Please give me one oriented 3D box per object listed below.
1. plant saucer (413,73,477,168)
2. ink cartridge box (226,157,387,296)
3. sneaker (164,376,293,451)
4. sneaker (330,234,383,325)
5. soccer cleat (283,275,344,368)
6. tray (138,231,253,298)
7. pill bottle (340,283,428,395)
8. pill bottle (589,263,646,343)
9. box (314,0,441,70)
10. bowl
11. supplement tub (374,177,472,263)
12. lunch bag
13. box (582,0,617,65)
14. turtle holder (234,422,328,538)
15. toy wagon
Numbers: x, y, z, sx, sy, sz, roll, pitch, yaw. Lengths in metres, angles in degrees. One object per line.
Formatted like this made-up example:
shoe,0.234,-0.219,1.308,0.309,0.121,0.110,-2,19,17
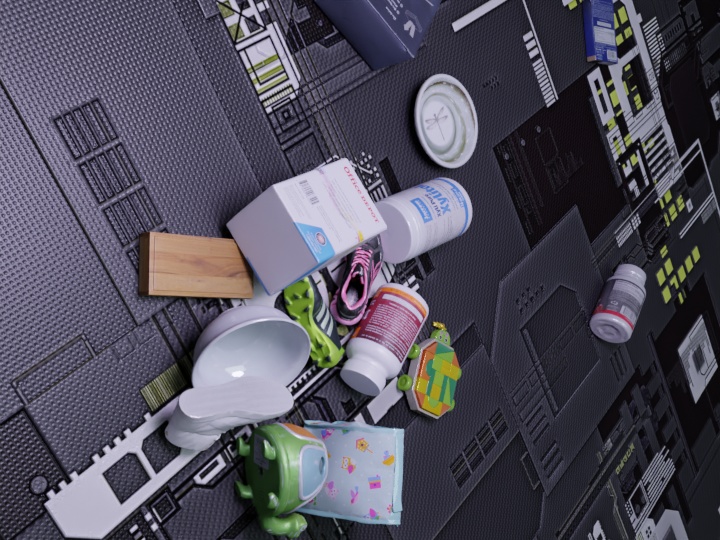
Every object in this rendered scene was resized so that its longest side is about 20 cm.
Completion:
plant saucer,0.172,-0.316,1.817,0.200,0.050,0.201,4,84,-43
ink cartridge box,-0.088,-0.076,1.445,0.200,0.146,0.147,-28,87,-49
sneaker,-0.215,0.233,1.367,0.200,0.116,0.074,1,51,-34
sneaker,0.000,0.000,1.588,0.079,0.095,0.201,13,73,-2
soccer cleat,-0.084,0.080,1.543,0.081,0.067,0.201,-39,113,-62
tray,-0.264,-0.005,1.388,0.200,0.037,0.099,4,85,-44
pill bottle,0.043,0.132,1.619,0.113,0.113,0.200,49,56,-30
pill bottle,0.687,0.083,2.242,0.111,0.111,0.200,50,56,-29
box,0.042,-0.540,1.661,0.197,0.117,0.200,43,58,-33
bowl,-0.189,0.122,1.385,0.201,0.090,0.201,-18,139,-17
supplement tub,0.118,-0.102,1.695,0.200,0.132,0.132,-25,105,-43
lunch bag,-0.005,0.352,1.492,0.122,0.200,0.171,16,75,-51
box,0.653,-0.666,2.315,0.121,0.032,0.201,-6,93,-44
turtle holder,-0.121,0.346,1.415,0.131,0.141,0.186,-1,65,-36
toy wagon,0.153,0.203,1.770,0.155,0.040,0.201,31,67,-39
